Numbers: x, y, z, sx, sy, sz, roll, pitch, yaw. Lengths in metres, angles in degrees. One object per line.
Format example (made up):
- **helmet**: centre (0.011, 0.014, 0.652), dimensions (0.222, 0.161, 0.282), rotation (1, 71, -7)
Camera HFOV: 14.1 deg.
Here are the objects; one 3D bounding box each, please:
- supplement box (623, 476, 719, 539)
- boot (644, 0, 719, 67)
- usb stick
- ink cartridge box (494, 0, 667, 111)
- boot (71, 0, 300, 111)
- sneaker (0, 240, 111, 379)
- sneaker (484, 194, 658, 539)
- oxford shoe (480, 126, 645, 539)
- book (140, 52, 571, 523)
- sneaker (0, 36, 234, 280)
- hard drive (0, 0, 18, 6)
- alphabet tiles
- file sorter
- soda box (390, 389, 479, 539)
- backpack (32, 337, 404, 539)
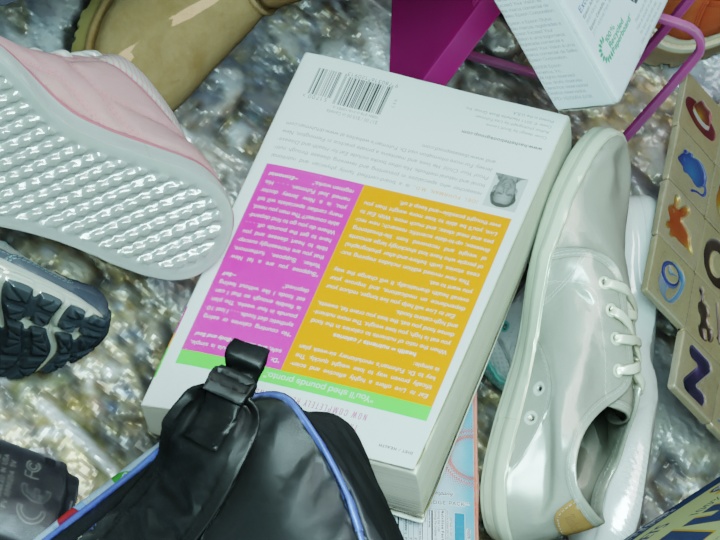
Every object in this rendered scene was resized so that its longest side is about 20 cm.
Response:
- **supplement box**: centre (0.215, 0.185, 1.244), dimensions (0.134, 0.200, 0.200), rotation (-29, 93, -35)
- **boot**: centre (0.231, -0.180, 1.554), dimensions (0.200, 0.107, 0.075), rotation (-27, 73, -35)
- **usb stick**: centre (-0.219, 0.075, 1.246), dimensions (0.199, 0.033, 0.056), rotation (21, 48, -12)
- **ink cartridge box**: centre (0.094, -0.210, 1.315), dimensions (0.200, 0.043, 0.197), rotation (57, 45, -31)
- **boot**: centre (-0.025, -0.141, 1.354), dimensions (0.066, 0.199, 0.175), rotation (54, 47, -30)
- **sneaker**: centre (-0.201, -0.020, 1.284), dimensions (0.199, 0.078, 0.087), rotation (19, 52, -13)
- **sneaker**: centre (0.097, 0.056, 1.386), dimensions (0.088, 0.075, 0.201), rotation (3, 62, 1)
- **oxford shoe**: centre (0.104, 0.032, 1.319), dimensions (0.058, 0.075, 0.201), rotation (5, 70, 25)
- **book**: centre (0.000, 0.000, 1.302), dimensions (0.133, 0.048, 0.201), rotation (16, 60, 16)
- **sneaker**: centre (-0.153, -0.068, 1.289), dimensions (0.200, 0.075, 0.105), rotation (26, 18, -25)
- **hard drive**: centre (-0.096, -0.180, 1.357), dimensions (0.199, 0.135, 0.042), rotation (-20, 110, -6)
- **alphabet tiles**: centre (0.195, 0.003, 1.440), dimensions (0.166, 0.006, 0.201), rotation (42, 47, -34)
- **file sorter**: centre (0.098, -0.175, 1.470), dimensions (0.125, 0.139, 0.201), rotation (14, 57, -18)
- **soda box**: centre (0.020, 0.067, 1.328), dimensions (0.063, 0.068, 0.201), rotation (3, 60, -3)
- **backpack**: centre (-0.060, 0.162, 1.181), dimensions (0.190, 0.154, 0.201), rotation (-29, 67, 6)
